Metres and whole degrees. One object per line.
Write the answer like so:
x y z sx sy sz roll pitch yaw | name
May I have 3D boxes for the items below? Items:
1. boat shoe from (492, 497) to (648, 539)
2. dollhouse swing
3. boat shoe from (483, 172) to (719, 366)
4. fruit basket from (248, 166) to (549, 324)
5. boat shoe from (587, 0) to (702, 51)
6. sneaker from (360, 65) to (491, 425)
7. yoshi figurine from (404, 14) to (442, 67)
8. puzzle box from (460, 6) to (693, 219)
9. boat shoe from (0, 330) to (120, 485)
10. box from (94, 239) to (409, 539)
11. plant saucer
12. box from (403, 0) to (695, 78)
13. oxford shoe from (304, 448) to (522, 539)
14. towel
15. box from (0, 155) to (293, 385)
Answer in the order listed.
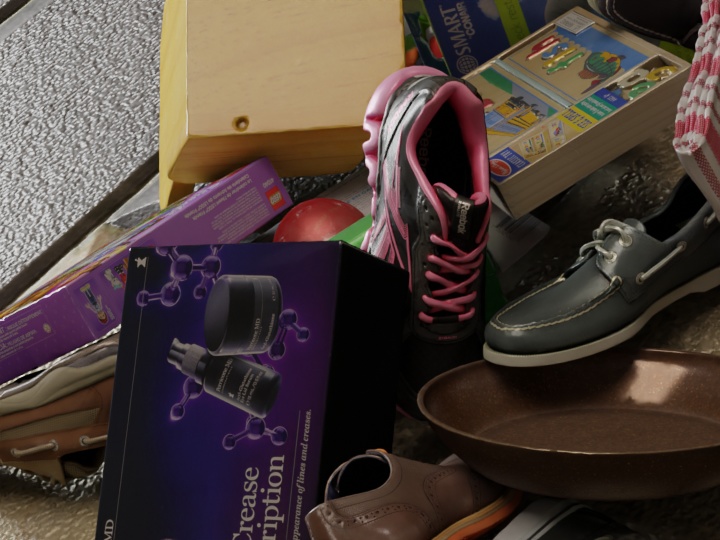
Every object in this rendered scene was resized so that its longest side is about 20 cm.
0.071 0.181 1.109 0.071 0.072 0.200 6 43 43 | boat shoe
-0.058 -0.143 1.543 0.180 0.176 0.201 -4 66 2 | dollhouse swing
0.145 -0.006 1.284 0.199 0.062 0.073 -25 24 -27 | boat shoe
0.000 0.000 1.398 0.185 0.094 0.200 -33 24 -12 | fruit basket
0.230 -0.161 1.402 0.199 0.072 0.065 8 29 -33 | boat shoe
0.042 -0.015 1.255 0.078 0.202 0.095 -3 0 -19 | sneaker
0.061 -0.197 1.601 0.199 0.113 0.112 -5 23 30 | yoshi figurine
0.111 -0.098 1.364 0.133 0.026 0.200 -33 21 -4 | puzzle box
-0.187 0.096 1.377 0.199 0.072 0.076 -25 3 40 | boat shoe
-0.060 0.091 1.222 0.140 0.079 0.202 -3 76 33 | box
0.128 0.080 1.182 0.199 0.037 0.200 -1 12 0 | plant saucer
0.127 -0.164 1.490 0.199 0.122 0.048 -14 35 15 | box
0.028 0.116 1.166 0.071 0.073 0.200 -37 -2 19 | oxford shoe
0.222 -0.072 1.291 0.030 0.147 0.201 -17 34 30 | towel
-0.149 0.003 1.424 0.136 0.039 0.200 -24 9 43 | box
